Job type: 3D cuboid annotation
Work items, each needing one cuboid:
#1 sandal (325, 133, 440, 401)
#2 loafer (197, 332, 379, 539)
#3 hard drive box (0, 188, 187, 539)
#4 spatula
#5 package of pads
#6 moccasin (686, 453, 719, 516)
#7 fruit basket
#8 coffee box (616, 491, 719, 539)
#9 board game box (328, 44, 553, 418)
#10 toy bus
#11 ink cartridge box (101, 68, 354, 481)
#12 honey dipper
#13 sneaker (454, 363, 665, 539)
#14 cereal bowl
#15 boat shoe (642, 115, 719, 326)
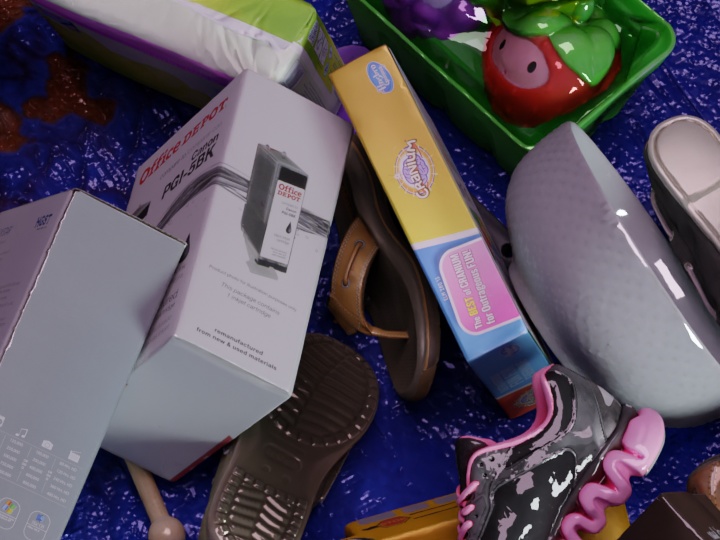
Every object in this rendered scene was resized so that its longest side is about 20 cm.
[{"bbox_3d":[0.000,0.000,1.698,0.054,0.080,0.200,-9,55,-19],"label":"sandal"},{"bbox_3d":[-0.051,0.114,1.635,0.076,0.068,0.200,36,43,-3],"label":"loafer"},{"bbox_3d":[-0.194,0.063,1.582,0.077,0.156,0.200,26,77,-19],"label":"hard drive box"},{"bbox_3d":[0.038,-0.071,1.771,0.057,0.021,0.200,-42,73,-6],"label":"spatula"},{"bbox_3d":[-0.112,-0.153,1.735,0.200,0.155,0.068,25,83,14],"label":"package of pads"},{"bbox_3d":[0.289,0.118,1.570,0.201,0.074,0.078,-17,66,-10],"label":"moccasin"},{"bbox_3d":[0.097,-0.182,1.735,0.155,0.216,0.216,-39,70,-21],"label":"fruit basket"},{"bbox_3d":[0.149,0.231,1.523,0.200,0.080,0.113,-49,68,14],"label":"coffee box"},{"bbox_3d":[0.054,-0.021,1.660,0.040,0.153,0.200,-27,70,4],"label":"board game box"},{"bbox_3d":[0.059,0.166,1.604,0.200,0.078,0.065,-15,99,-10],"label":"toy bus"},{"bbox_3d":[-0.090,0.002,1.636,0.083,0.147,0.200,27,52,-20],"label":"ink cartridge box"},{"bbox_3d":[-0.152,0.083,1.673,0.038,0.038,0.200,-18,66,-12],"label":"honey dipper"},{"bbox_3d":[0.079,0.138,1.533,0.095,0.079,0.200,38,81,-6],"label":"sneaker"},{"bbox_3d":[0.148,0.014,1.646,0.083,0.200,0.200,-34,65,9],"label":"cereal bowl"},{"bbox_3d":[0.234,-0.004,1.683,0.067,0.057,0.200,-24,69,-8],"label":"boat shoe"}]
